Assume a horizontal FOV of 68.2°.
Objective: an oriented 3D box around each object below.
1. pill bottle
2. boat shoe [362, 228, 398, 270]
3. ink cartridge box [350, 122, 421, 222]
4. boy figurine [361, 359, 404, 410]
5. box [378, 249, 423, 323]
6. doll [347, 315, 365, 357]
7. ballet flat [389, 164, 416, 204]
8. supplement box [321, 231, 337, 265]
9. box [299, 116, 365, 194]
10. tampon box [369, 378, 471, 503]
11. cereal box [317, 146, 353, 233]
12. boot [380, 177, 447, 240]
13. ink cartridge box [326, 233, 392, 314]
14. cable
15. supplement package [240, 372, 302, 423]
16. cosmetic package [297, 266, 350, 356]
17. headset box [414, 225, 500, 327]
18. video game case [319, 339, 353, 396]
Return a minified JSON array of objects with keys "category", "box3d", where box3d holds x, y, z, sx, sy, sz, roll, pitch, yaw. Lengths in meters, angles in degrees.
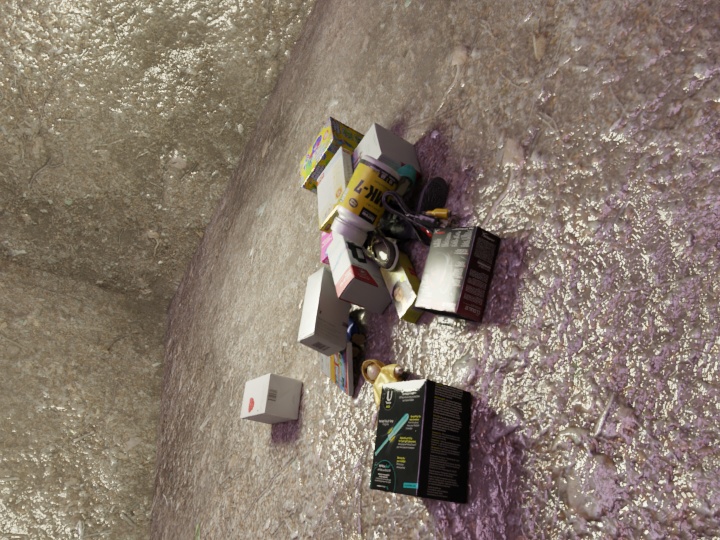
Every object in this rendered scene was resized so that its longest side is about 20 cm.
[{"category":"pill bottle","box3d":[0.010,-0.174,1.341,0.204,0.112,0.114,-63,30,4]},{"category":"boat shoe","box3d":[0.041,-0.062,1.372,0.073,0.059,0.202,-60,27,15]},{"category":"ink cartridge box","box3d":[0.048,-0.270,1.497,0.201,0.142,0.147,-48,36,35]},{"category":"boy figurine","box3d":[0.065,0.268,1.232,0.127,0.063,0.201,-64,32,17]},{"category":"box","box3d":[0.105,0.032,1.314,0.076,0.049,0.202,-55,32,25]},{"category":"doll","box3d":[-0.050,0.162,1.508,0.139,0.047,0.201,-63,30,17]},{"category":"ballet flat","box3d":[0.069,-0.201,1.411,0.199,0.067,0.071,-39,26,26]},{"category":"supplement box","box3d":[-0.051,-0.117,1.588,0.101,0.101,0.205,-37,45,42]},{"category":"box","box3d":[-0.064,-0.335,1.684,0.200,0.189,0.124,-47,36,34]},{"category":"tampon box","box3d":[0.119,0.330,1.034,0.148,0.124,0.206,-21,54,53]},{"category":"cereal box","box3d":[-0.070,-0.226,1.489,0.144,0.039,0.205,-45,38,40]},{"category":"boot","box3d":[0.132,-0.158,1.379,0.169,0.064,0.199,-65,21,-5]},{"category":"ink cartridge box","box3d":[0.000,0.000,1.418,0.083,0.143,0.203,-52,34,28]},{"category":"cable","box3d":[0.135,-0.121,1.267,0.197,0.050,0.100,26,110,28]},{"category":"supplement package","box3d":[-0.288,0.414,1.699,0.198,0.117,0.125,-29,50,51]},{"category":"cosmetic package","box3d":[-0.091,0.109,1.413,0.080,0.111,0.205,-29,44,42]},{"category":"headset box","box3d":[0.201,0.016,1.131,0.147,0.073,0.206,2,75,60]},{"category":"video game case","box3d":[-0.070,0.242,1.471,0.199,0.017,0.148,22,116,62]}]
